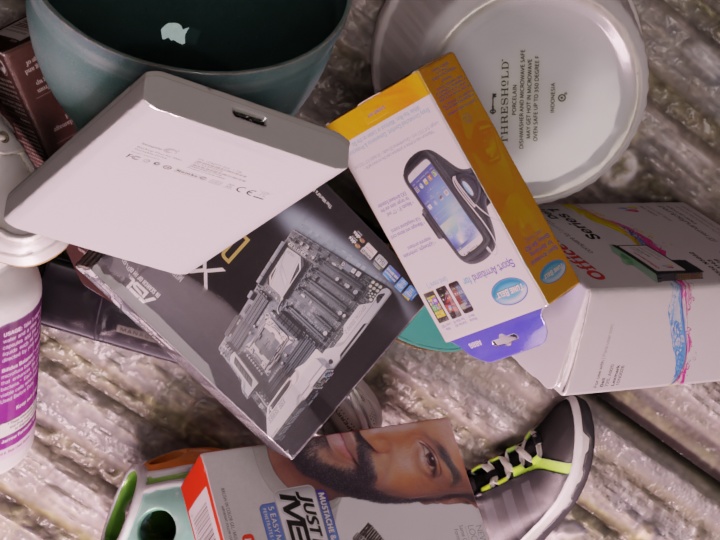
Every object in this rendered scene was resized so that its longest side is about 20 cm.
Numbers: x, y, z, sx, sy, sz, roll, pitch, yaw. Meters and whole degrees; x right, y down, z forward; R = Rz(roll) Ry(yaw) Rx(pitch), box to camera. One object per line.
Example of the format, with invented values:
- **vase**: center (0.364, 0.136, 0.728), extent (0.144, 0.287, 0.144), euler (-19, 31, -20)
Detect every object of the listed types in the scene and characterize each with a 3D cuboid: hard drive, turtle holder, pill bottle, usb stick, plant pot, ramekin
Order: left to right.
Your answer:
- **pill bottle**: center (-0.283, 0.042, 1.243), extent (0.112, 0.112, 0.200), euler (3, 121, -10)
- **usb stick**: center (-0.145, 0.038, 1.286), extent (0.200, 0.033, 0.056), euler (16, 102, 6)
- **hard drive**: center (-0.115, -0.053, 1.054), extent (0.132, 0.026, 0.200), euler (17, 154, -28)
- **plant pot**: center (-0.115, -0.138, 1.099), extent (0.200, 0.201, 0.134), euler (5, 135, -11)
- **turtle holder**: center (-0.133, 0.222, 1.343), extent (0.132, 0.141, 0.186), euler (22, 109, -19)
- **ramekin**: center (0.113, -0.138, 1.244), extent (0.202, 0.094, 0.203), euler (-4, 115, -8)

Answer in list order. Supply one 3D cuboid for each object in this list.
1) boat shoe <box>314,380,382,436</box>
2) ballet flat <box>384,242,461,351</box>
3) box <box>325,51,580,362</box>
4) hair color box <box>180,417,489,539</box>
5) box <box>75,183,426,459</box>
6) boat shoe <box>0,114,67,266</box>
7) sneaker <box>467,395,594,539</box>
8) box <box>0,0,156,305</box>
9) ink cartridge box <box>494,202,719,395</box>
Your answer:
- **boat shoe**: center (-0.048, 0.074, 1.328), extent (0.071, 0.069, 0.200), euler (-41, 114, 10)
- **ballet flat**: center (0.000, 0.000, 1.305), extent (0.200, 0.065, 0.071), euler (27, 102, -21)
- **box**: center (0.066, -0.036, 1.186), extent (0.041, 0.119, 0.200), euler (-34, 96, -35)
- **hair color box**: center (-0.018, 0.179, 1.273), extent (0.200, 0.111, 0.064), euler (-6, 153, -26)
- **box**: center (-0.071, 0.006, 1.213), extent (0.200, 0.050, 0.158), euler (46, 77, -18)
- **boat shoe**: center (-0.265, -0.084, 1.152), extent (0.071, 0.200, 0.069), euler (-35, 155, -28)
- **sneaker**: center (0.113, 0.181, 1.402), extent (0.083, 0.072, 0.200), euler (24, 109, -17)
- **box**: center (-0.178, -0.089, 1.218), extent (0.100, 0.075, 0.200), euler (-31, 116, -21)
- **ink cartridge box**: center (0.191, 0.015, 1.264), extent (0.200, 0.145, 0.084), euler (-2, 117, -31)
